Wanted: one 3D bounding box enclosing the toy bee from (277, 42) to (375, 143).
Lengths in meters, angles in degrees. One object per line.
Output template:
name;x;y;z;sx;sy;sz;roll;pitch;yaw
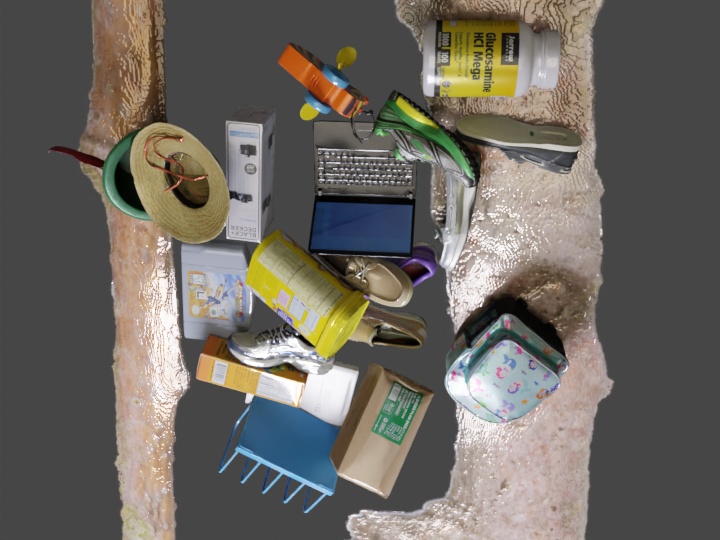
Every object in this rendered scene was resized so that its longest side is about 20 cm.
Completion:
toy bee;-0.041;-0.276;1.263;0.131;0.109;0.201;-28;84;26

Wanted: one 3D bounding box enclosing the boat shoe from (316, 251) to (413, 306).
boat shoe;0.000;0.000;1.337;0.200;0.065;0.072;34;103;31

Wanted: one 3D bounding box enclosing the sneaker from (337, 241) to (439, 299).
sneaker;0.041;0.009;1.382;0.199;0.084;0.081;-23;110;16

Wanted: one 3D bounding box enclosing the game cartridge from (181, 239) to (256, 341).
game cartridge;-0.259;0.040;1.456;0.132;0.042;0.201;7;115;8

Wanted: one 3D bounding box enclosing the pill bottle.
pill bottle;0.195;-0.319;1.199;0.199;0.113;0.113;1;115;6

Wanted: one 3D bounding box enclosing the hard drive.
hard drive;-0.112;0.219;1.525;0.199;0.026;0.133;14;115;0

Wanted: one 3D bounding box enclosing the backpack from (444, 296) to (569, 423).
backpack;0.249;0.173;1.405;0.177;0.151;0.200;38;117;-13

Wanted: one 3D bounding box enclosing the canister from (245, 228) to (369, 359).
canister;-0.096;0.039;1.361;0.200;0.087;0.149;40;145;10

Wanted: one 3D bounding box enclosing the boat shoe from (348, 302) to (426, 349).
boat shoe;0.019;0.103;1.429;0.199;0.076;0.072;5;118;7

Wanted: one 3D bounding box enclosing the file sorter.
file sorter;-0.150;0.350;1.516;0.199;0.139;0.123;28;131;-12

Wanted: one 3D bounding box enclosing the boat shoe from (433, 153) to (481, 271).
boat shoe;0.155;-0.099;1.329;0.064;0.074;0.203;11;111;8

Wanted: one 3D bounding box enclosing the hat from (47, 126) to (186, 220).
hat;-0.390;-0.200;1.371;0.200;0.176;0.166;26;101;-42

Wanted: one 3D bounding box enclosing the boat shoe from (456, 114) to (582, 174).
boat shoe;0.248;-0.200;1.273;0.199;0.072;0.068;13;136;5

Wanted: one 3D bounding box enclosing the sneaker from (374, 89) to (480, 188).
sneaker;0.108;-0.195;1.265;0.200;0.078;0.085;41;106;14

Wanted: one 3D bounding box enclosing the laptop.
laptop;0.004;-0.135;1.309;0.176;0.103;0.201;2;115;5

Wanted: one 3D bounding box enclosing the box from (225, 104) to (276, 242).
box;-0.180;-0.160;1.311;0.060;0.117;0.201;5;116;4

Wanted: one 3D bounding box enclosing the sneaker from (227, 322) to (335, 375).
sneaker;-0.139;0.125;1.439;0.199;0.077;0.086;8;124;-10

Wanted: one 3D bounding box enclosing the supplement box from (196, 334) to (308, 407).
supplement box;-0.196;0.185;1.465;0.199;0.067;0.069;18;121;-3

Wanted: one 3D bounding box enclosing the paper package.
paper package;0.033;0.278;1.416;0.103;0.191;0.201;25;85;-5

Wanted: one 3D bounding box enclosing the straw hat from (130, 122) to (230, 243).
straw hat;-0.269;-0.153;1.284;0.200;0.085;0.202;12;120;22
